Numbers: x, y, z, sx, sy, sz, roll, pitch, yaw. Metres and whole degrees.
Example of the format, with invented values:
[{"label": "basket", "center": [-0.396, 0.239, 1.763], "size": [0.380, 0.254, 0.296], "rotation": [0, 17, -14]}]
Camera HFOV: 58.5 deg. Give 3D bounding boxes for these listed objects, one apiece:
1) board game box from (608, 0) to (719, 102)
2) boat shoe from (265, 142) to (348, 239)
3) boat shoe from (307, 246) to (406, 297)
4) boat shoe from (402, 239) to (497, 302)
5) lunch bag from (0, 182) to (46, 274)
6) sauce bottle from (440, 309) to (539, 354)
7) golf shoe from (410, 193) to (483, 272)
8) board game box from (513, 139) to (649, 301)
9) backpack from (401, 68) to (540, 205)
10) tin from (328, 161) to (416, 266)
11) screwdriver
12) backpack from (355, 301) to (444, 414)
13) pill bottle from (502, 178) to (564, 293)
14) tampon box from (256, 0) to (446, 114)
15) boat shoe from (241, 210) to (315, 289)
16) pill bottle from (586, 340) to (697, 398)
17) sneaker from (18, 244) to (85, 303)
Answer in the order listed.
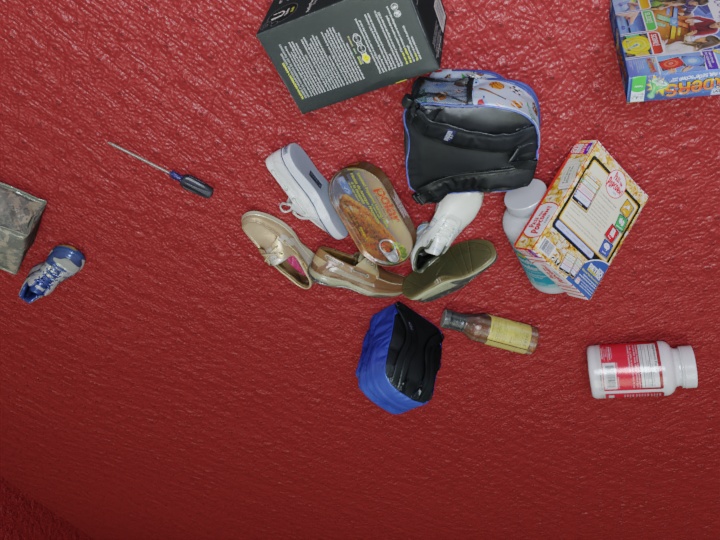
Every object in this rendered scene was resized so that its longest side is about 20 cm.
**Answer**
[{"label": "board game box", "center": [0.375, -0.275, 0.758], "size": [0.135, 0.200, 0.034], "rotation": [-1, 138, 15]}, {"label": "boat shoe", "center": [-0.102, -0.126, 1.135], "size": [0.086, 0.075, 0.202], "rotation": [-17, 130, 28]}, {"label": "boat shoe", "center": [0.000, 0.000, 1.255], "size": [0.200, 0.076, 0.074], "rotation": [10, 112, -16]}, {"label": "boat shoe", "center": [0.175, 0.005, 1.229], "size": [0.201, 0.072, 0.066], "rotation": [-29, 147, 25]}, {"label": "lunch bag", "center": [-0.755, -0.103, 1.280], "size": [0.200, 0.118, 0.164], "rotation": [24, 139, -21]}, {"label": "sauce bottle", "center": [0.268, 0.123, 1.341], "size": [0.200, 0.066, 0.066], "rotation": [16, 139, -5]}, {"label": "golf shoe", "center": [0.150, -0.069, 1.126], "size": [0.078, 0.097, 0.200], "rotation": [23, 137, -11]}, {"label": "board game box", "center": [0.348, -0.077, 1.003], "size": [0.151, 0.200, 0.046], "rotation": [37, 172, -26]}, {"label": "backpack", "center": [0.165, -0.196, 0.936], "size": [0.190, 0.154, 0.200], "rotation": [10, 146, 15]}, {"label": "tin", "center": [0.024, -0.098, 1.126], "size": [0.112, 0.042, 0.200], "rotation": [-14, 116, 37]}, {"label": "screwdriver", "center": [-0.359, -0.187, 1.167], "size": [0.200, 0.029, 0.028], "rotation": [30, 137, -15]}, {"label": "backpack", "center": [0.079, 0.204, 1.373], "size": [0.162, 0.200, 0.168], "rotation": [31, 136, -22]}, {"label": "pill bottle", "center": [0.309, -0.060, 1.087], "size": [0.111, 0.111, 0.200], "rotation": [-15, 133, 27]}, {"label": "tampon box", "center": [-0.006, -0.319, 0.835], "size": [0.200, 0.150, 0.126], "rotation": [-11, 134, 24]}, {"label": "boat shoe", "center": [-0.154, -0.036, 1.252], "size": [0.074, 0.069, 0.200], "rotation": [-27, 127, 36]}, {"label": "pill bottle", "center": [0.576, 0.203, 1.324], "size": [0.200, 0.112, 0.112], "rotation": [-7, 136, 20]}, {"label": "sneaker", "center": [-0.681, 0.015, 1.420], "size": [0.200, 0.088, 0.075], "rotation": [-30, 123, 36]}]
